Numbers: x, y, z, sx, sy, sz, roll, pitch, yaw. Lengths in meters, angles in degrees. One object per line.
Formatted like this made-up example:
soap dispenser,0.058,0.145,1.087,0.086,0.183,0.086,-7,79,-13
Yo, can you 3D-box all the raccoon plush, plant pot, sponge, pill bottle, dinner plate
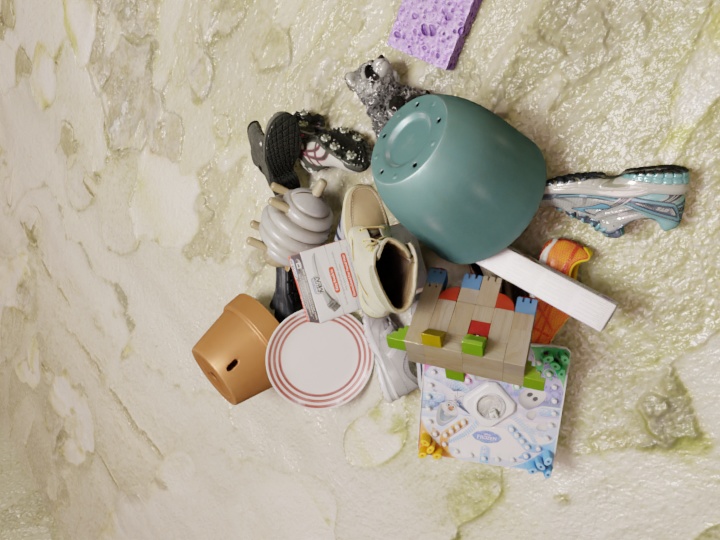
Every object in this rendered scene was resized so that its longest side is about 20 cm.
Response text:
raccoon plush,0.025,-0.229,0.827,0.134,0.097,0.201,36,121,32
plant pot,0.112,-0.130,0.687,0.200,0.161,0.201,-27,50,38
sponge,0.121,-0.402,0.746,0.111,0.030,0.201,35,120,24
plant pot,-0.231,0.166,1.030,0.200,0.140,0.200,36,149,26
pill bottle,0.141,0.134,0.822,0.111,0.111,0.201,2,103,35
dinner plate,-0.074,0.161,0.973,0.199,0.024,0.201,-1,99,-8

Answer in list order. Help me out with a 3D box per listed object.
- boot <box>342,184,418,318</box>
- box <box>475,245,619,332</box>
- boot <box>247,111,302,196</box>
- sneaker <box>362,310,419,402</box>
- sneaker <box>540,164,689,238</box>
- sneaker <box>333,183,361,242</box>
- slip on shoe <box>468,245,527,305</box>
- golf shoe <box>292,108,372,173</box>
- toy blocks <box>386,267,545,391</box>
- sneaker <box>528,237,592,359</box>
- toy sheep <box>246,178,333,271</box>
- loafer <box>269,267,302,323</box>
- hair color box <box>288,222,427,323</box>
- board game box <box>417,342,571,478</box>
boot,0.026,-0.036,0.722,0.155,0.072,0.201,144,118,-79
box,0.234,0.011,0.693,0.200,0.039,0.042,32,108,27
boot,-0.164,-0.221,0.922,0.131,0.068,0.200,52,156,24
sneaker,0.055,0.123,0.921,0.082,0.075,0.201,-17,88,4
sneaker,0.303,-0.081,0.673,0.199,0.078,0.087,2,106,35
sneaker,-0.025,-0.045,0.918,0.108,0.070,0.201,-3,83,59
slip on shoe,0.183,-0.029,0.780,0.076,0.061,0.201,-20,90,37
golf shoe,-0.055,-0.204,0.904,0.200,0.077,0.088,37,139,33
toy blocks,0.152,0.066,0.699,0.199,0.137,0.100,10,143,22
sneaker,0.269,0.057,0.735,0.077,0.073,0.201,21,115,26
toy sheep,-0.115,-0.081,0.923,0.138,0.138,0.200,49,126,15
loafer,-0.149,0.062,1.035,0.070,0.068,0.201,6,109,26
hair color box,0.000,0.000,0.831,0.064,0.199,0.111,-10,97,64
board game box,0.186,0.196,0.754,0.199,0.026,0.201,5,107,11
